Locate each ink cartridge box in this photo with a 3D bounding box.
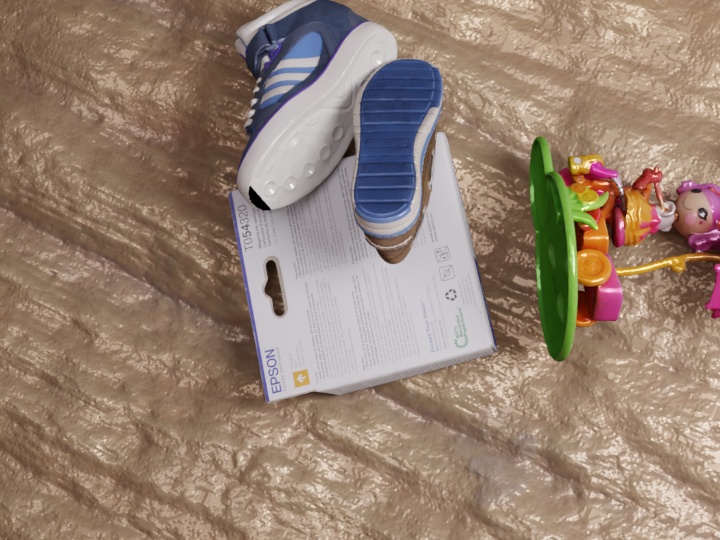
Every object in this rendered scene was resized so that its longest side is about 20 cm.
[{"bbox_3d":[0.000,0.000,1.180,0.199,0.043,0.198,-15,73,10],"label":"ink cartridge box"}]

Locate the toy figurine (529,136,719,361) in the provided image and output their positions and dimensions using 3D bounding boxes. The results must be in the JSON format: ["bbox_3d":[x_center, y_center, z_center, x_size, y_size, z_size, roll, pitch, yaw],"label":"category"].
[{"bbox_3d":[0.240,-0.027,1.113,0.183,0.151,0.201,-2,51,-2],"label":"toy figurine"}]

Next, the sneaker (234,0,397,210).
[{"bbox_3d":[-0.072,-0.153,1.204,0.146,0.081,0.200,27,74,40],"label":"sneaker"}]

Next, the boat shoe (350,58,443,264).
[{"bbox_3d":[0.028,-0.092,1.135,0.072,0.073,0.201,4,50,12],"label":"boat shoe"}]
